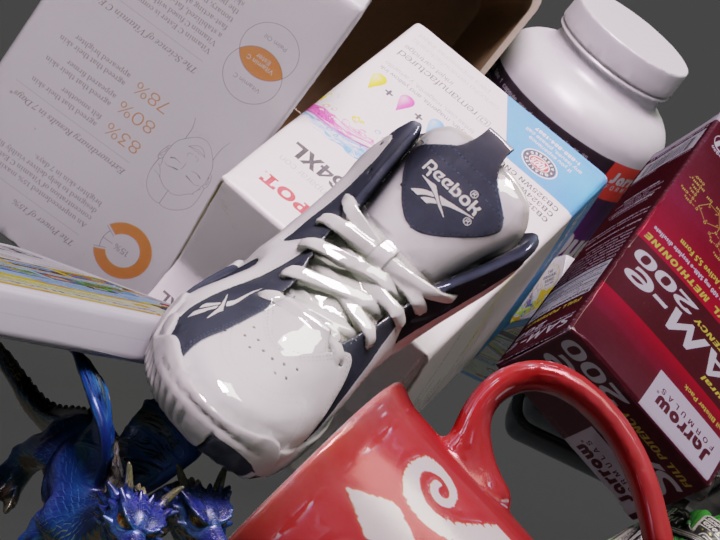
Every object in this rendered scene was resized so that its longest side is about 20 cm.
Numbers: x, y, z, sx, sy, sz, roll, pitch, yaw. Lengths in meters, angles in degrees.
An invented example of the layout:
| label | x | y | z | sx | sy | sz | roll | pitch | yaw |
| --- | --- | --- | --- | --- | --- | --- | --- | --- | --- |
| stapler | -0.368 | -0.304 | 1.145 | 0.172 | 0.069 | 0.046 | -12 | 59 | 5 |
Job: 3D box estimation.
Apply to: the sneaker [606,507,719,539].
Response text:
| label | x | y | z | sx | sy | sz | roll | pitch | yaw |
| --- | --- | --- | --- | --- | --- | --- | --- | --- | --- |
| sneaker | 0.138 | 0.149 | 1.100 | 0.078 | 0.085 | 0.200 | 48 | 25 | 23 |

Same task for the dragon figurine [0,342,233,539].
| label | x | y | z | sx | sy | sz | roll | pitch | yaw |
| --- | --- | --- | --- | --- | --- | --- | --- | --- | --- |
| dragon figurine | -0.100 | 0.070 | 0.875 | 0.059 | 0.099 | 0.200 | 26 | 25 | -28 |

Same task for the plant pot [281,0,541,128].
| label | x | y | z | sx | sy | sz | roll | pitch | yaw |
| --- | --- | --- | --- | --- | --- | --- | --- | --- | --- |
| plant pot | -0.024 | -0.148 | 1.314 | 0.200 | 0.200 | 0.177 | 39 | 11 | 1 |

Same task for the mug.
| label | x | y | z | sx | sy | sz | roll | pitch | yaw |
| --- | --- | --- | --- | --- | --- | --- | --- | --- | --- |
| mug | 0.051 | 0.146 | 0.871 | 0.200 | 0.178 | 0.133 | 45 | 25 | 6 |

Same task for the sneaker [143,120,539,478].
| label | x | y | z | sx | sy | sz | roll | pitch | yaw |
| --- | --- | --- | --- | --- | --- | --- | --- | --- | --- |
| sneaker | 0.003 | -0.002 | 0.860 | 0.079 | 0.130 | 0.199 | 48 | 27 | 10 |

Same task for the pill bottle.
| label | x | y | z | sx | sy | sz | roll | pitch | yaw |
| --- | --- | --- | --- | --- | --- | --- | --- | --- | --- |
| pill bottle | 0.098 | -0.061 | 1.293 | 0.112 | 0.200 | 0.112 | 31 | 23 | -15 |

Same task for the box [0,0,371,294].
| label | x | y | z | sx | sy | sz | roll | pitch | yaw |
| --- | --- | --- | --- | --- | --- | --- | --- | --- | --- |
| box | -0.095 | -0.096 | 1.070 | 0.124 | 0.200 | 0.097 | 37 | 22 | -5 |

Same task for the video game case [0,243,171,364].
| label | x | y | z | sx | sy | sz | roll | pitch | yaw |
| --- | --- | --- | --- | --- | --- | --- | --- | --- | --- |
| video game case | -0.166 | 0.003 | 0.901 | 0.200 | 0.023 | 0.182 | 14 | 2 | -45 |

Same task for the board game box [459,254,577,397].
| label | x | y | z | sx | sy | sz | roll | pitch | yaw |
| --- | --- | --- | --- | --- | --- | --- | --- | --- | --- |
| board game box | 0.146 | 0.057 | 1.245 | 0.200 | 0.134 | 0.034 | 27 | 67 | -27 |

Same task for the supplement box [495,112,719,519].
| label | x | y | z | sx | sy | sz | roll | pitch | yaw |
| --- | --- | --- | --- | --- | --- | --- | --- | --- | --- |
| supplement box | 0.163 | 0.019 | 1.140 | 0.109 | 0.061 | 0.200 | 48 | 48 | -9 |

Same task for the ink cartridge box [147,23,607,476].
| label | x | y | z | sx | sy | sz | roll | pitch | yaw |
| --- | --- | --- | --- | --- | --- | --- | --- | --- | --- |
| ink cartridge box | 0.000 | 0.000 | 1.068 | 0.129 | 0.125 | 0.200 | 40 | 45 | 7 |

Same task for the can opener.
| label | x | y | z | sx | sy | sz | roll | pitch | yaw |
| --- | --- | --- | --- | --- | --- | --- | --- | --- | --- |
| can opener | 0.172 | 0.122 | 1.234 | 0.200 | 0.053 | 0.066 | 30 | 59 | -6 |
